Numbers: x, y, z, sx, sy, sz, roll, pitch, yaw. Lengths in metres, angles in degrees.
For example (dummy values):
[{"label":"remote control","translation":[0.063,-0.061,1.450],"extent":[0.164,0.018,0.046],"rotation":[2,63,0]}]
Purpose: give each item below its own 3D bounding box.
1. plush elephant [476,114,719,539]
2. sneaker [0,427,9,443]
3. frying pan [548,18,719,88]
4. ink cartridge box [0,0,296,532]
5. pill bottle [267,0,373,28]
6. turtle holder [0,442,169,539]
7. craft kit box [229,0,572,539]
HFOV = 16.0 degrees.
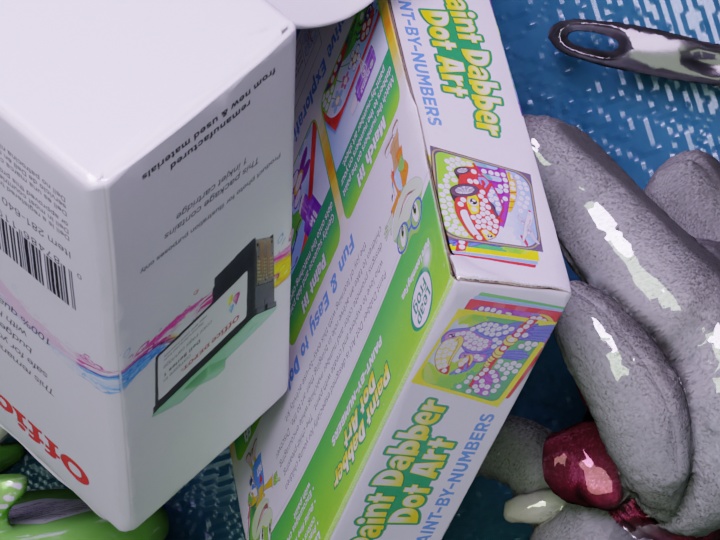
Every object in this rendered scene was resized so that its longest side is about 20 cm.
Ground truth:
[{"label":"plush elephant","translation":[0.098,0.065,0.903],"extent":[0.155,0.164,0.200],"rotation":[-48,70,20]},{"label":"sneaker","translation":[-0.179,-0.015,0.974],"extent":[0.077,0.080,0.200],"rotation":[-27,47,-10]},{"label":"frying pan","translation":[0.173,-0.054,0.952],"extent":[0.189,0.031,0.116],"rotation":[-11,86,15]},{"label":"ink cartridge box","translation":[-0.098,-0.031,0.804],"extent":[0.145,0.201,0.084],"rotation":[39,63,22]},{"label":"pill bottle","translation":[-0.075,-0.133,0.861],"extent":[0.199,0.115,0.117],"rotation":[10,93,51]},{"label":"turtle holder","translation":[-0.158,0.139,0.969],"extent":[0.184,0.141,0.133],"rotation":[-6,93,8]},{"label":"craft kit box","translation":[0.000,0.000,0.877],"extent":[0.048,0.198,0.201],"rotation":[8,135,-17]}]
